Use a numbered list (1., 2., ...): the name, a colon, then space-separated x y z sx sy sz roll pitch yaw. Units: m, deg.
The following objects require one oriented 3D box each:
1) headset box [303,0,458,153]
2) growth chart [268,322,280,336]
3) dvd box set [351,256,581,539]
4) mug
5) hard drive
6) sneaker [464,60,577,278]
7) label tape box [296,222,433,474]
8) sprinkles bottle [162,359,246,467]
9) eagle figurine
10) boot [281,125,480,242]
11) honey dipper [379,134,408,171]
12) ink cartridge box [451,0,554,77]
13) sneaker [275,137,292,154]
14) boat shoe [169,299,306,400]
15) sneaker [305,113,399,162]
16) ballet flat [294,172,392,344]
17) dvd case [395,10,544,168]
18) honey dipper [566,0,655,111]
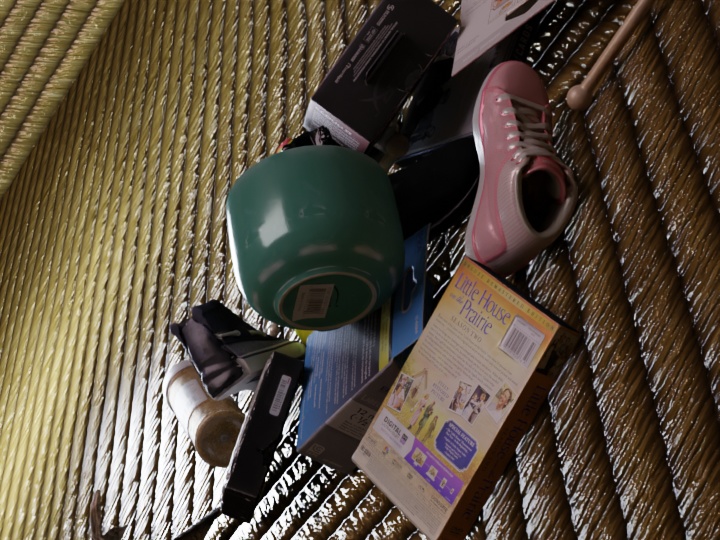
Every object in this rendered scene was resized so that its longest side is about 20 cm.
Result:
1. headset box: 0.018 -0.193 1.658 0.149 0.075 0.200 -54 1 -5
2. growth chart: -0.047 -0.028 1.884 0.200 0.018 0.145 -51 25 33
3. dvd box set: 0.081 0.104 1.359 0.200 0.029 0.146 -61 36 7
4. mug: -0.028 -0.011 1.487 0.152 0.185 0.115 -29 50 23
5. hard drive: -0.098 0.167 1.652 0.200 0.038 0.140 107 -177 -75
6. sneaker: 0.144 -0.098 1.424 0.105 0.075 0.201 145 137 -60
7. label tape box: 0.023 0.072 1.535 0.200 0.066 0.144 -44 29 37
8. sprinkles bottle: -0.172 0.158 1.892 0.068 0.068 0.200 -62 21 4
9. eagle figurine: -0.221 0.323 1.763 0.200 0.152 0.151 -1 23 39
10. boot: 0.006 -0.082 1.569 0.198 0.162 0.073 -42 39 18
11. honey dipper: -0.005 -0.062 1.745 0.200 0.038 0.038 -58 21 33
12. ink cartridge box: 0.173 -0.276 1.565 0.200 0.045 0.176 -34 34 38
13. sneaker: -0.078 -0.075 1.812 0.078 0.090 0.200 -52 -3 -41
14. boat shoe: -0.121 0.071 1.714 0.075 0.093 0.200 -37 -9 13
15. sneaker: 0.021 -0.166 1.833 0.092 0.076 0.200 37 92 42
16. ballet flat: 0.000 0.000 1.692 0.200 0.067 0.067 -60 42 18
17. dvd case: 0.105 -0.186 1.694 0.200 0.025 0.151 -9 57 65
18. honey dipper: 0.231 -0.216 1.413 0.200 0.038 0.038 -55 22 27
